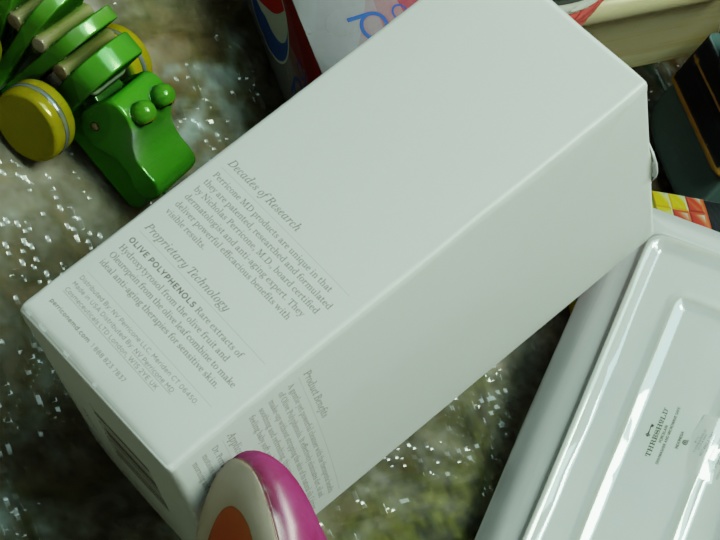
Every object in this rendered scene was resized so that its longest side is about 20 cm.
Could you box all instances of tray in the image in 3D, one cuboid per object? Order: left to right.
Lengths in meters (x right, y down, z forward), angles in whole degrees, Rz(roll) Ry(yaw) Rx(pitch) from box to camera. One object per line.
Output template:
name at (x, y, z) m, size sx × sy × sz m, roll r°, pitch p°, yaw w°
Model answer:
tray at (0.115, 0.067, 0.803) m, size 0.107 × 0.022 × 0.200 m, roll 21°, pitch 66°, yaw 12°

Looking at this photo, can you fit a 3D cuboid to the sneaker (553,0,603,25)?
sneaker at (0.120, -0.164, 0.852) m, size 0.078 × 0.082 × 0.200 m, roll 44°, pitch 53°, yaw 5°

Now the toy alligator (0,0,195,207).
toy alligator at (-0.096, -0.067, 0.789) m, size 0.200 × 0.054 × 0.059 m, roll 46°, pitch 49°, yaw -1°

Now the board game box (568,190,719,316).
board game box at (0.178, 0.072, 0.881) m, size 0.165 × 0.057 × 0.200 m, roll 6°, pitch 60°, yaw -29°

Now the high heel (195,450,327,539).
high heel at (0.006, 0.141, 0.680) m, size 0.096 × 0.067 × 0.200 m, roll -20°, pitch 112°, yaw -32°

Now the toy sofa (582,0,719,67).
toy sofa at (0.102, -0.194, 0.951) m, size 0.083 × 0.098 × 0.200 m, roll -11°, pitch 64°, yaw -3°

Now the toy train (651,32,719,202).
toy train at (0.228, -0.073, 0.964) m, size 0.200 × 0.114 × 0.085 m, roll 2°, pitch 55°, yaw -34°

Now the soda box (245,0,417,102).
soda box at (0.003, -0.086, 0.844) m, size 0.063 × 0.070 × 0.200 m, roll -17°, pitch 71°, yaw -15°

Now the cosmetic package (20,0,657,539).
cosmetic package at (0.000, 0.000, 0.711) m, size 0.200 × 0.108 × 0.085 m, roll -39°, pitch 63°, yaw -14°
